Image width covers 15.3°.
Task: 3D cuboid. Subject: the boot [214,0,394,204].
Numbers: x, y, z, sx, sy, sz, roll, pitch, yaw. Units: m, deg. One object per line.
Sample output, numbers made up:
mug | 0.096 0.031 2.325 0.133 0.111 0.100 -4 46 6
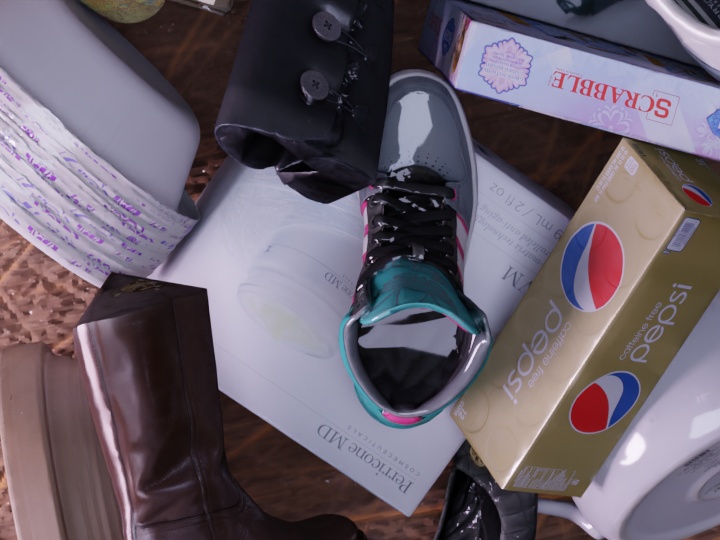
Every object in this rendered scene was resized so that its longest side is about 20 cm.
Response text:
boot | -0.052 -0.154 1.457 0.164 0.066 0.201 20 68 -19

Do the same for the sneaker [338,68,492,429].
sneaker | 0.028 -0.005 1.455 0.083 0.121 0.201 1 100 -5

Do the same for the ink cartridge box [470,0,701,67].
ink cartridge box | 0.137 -0.224 1.523 0.199 0.044 0.174 17 115 6

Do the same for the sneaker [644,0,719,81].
sneaker | 0.159 -0.188 1.451 0.073 0.071 0.200 -42 72 -7

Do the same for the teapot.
teapot | 0.187 0.063 1.595 0.199 0.198 0.146 -18 64 -23

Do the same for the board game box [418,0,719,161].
board game box | 0.141 -0.108 1.530 0.199 0.200 0.041 15 99 -7

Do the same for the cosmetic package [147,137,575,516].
cosmetic package | 0.000 0.000 1.578 0.199 0.123 0.200 34 97 -10

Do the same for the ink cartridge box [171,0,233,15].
ink cartridge box | -0.152 -0.254 1.542 0.199 0.075 0.165 15 100 -8

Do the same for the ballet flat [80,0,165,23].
ballet flat | -0.165 -0.225 1.475 0.070 0.071 0.201 -24 102 0

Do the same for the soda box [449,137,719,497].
soda box | 0.133 0.029 1.484 0.064 0.068 0.200 10 122 -39

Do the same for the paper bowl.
paper bowl | -0.169 -0.088 1.506 0.201 0.201 0.104 43 95 -10

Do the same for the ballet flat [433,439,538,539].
ballet flat | 0.064 0.167 1.613 0.057 0.066 0.201 -11 129 -32

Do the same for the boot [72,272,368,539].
boot | -0.076 0.088 1.488 0.064 0.186 0.201 -8 97 37

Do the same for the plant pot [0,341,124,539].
plant pot | -0.143 0.134 1.548 0.092 0.201 0.202 -11 101 1
